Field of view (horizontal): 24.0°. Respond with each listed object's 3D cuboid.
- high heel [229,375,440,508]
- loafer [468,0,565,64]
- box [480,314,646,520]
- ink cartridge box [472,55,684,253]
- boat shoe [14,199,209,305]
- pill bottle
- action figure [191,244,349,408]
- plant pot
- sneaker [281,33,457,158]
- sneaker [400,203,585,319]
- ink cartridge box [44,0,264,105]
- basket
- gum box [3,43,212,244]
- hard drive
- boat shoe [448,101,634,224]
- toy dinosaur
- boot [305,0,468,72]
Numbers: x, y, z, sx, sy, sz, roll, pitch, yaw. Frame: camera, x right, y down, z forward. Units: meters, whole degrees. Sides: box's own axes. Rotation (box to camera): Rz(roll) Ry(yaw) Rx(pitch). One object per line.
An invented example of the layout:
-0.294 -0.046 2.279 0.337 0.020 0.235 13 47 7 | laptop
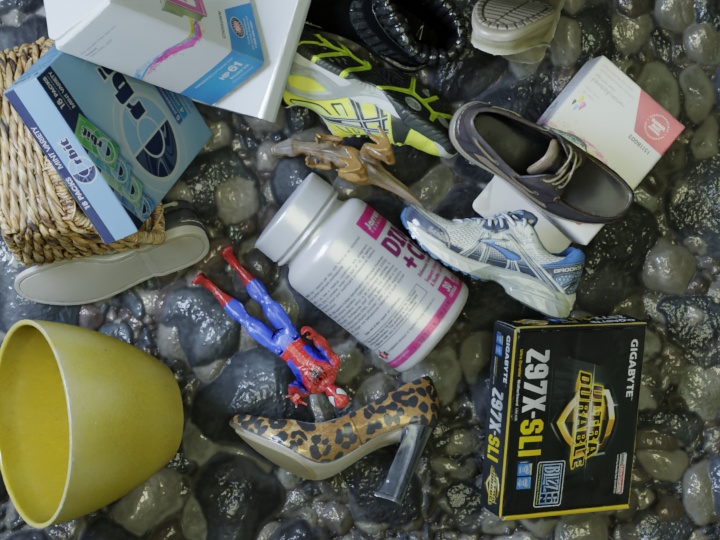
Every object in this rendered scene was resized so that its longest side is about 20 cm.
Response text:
-0.023 0.147 1.749 0.200 0.071 0.143 21 67 6 | high heel
0.159 -0.237 1.676 0.076 0.200 0.068 16 114 18 | loafer
0.208 0.148 1.731 0.159 0.049 0.200 0 101 -25 | box
0.222 -0.107 1.743 0.116 0.067 0.200 39 89 -7 | ink cartridge box
-0.253 -0.020 1.713 0.200 0.073 0.063 -16 52 0 | boat shoe
0.000 0.000 1.702 0.200 0.113 0.113 38 89 -7 | pill bottle
-0.084 0.065 1.695 0.065 0.099 0.200 -44 91 0 | action figure
-0.258 0.144 1.660 0.142 0.200 0.200 -3 94 -32 | plant pot
0.010 -0.166 1.726 0.200 0.075 0.076 29 121 -10 | sneaker
0.137 -0.030 1.716 0.200 0.077 0.085 25 97 -8 | sneaker
-0.199 -0.259 1.602 0.085 0.200 0.145 -32 59 34 | ink cartridge box
-0.278 -0.121 1.624 0.149 0.143 0.200 -10 73 -3 | basket
-0.233 -0.147 1.607 0.044 0.200 0.170 -20 112 29 | gum box
-0.107 -0.255 1.678 0.027 0.132 0.200 16 92 -50 | hard drive
0.179 -0.102 1.668 0.200 0.073 0.075 25 90 -5 | boat shoe
0.009 -0.102 1.717 0.200 0.106 0.060 27 78 -1 | toy dinosaur
0.003 -0.266 1.664 0.211 0.158 0.080 25 90 -7 | boot
